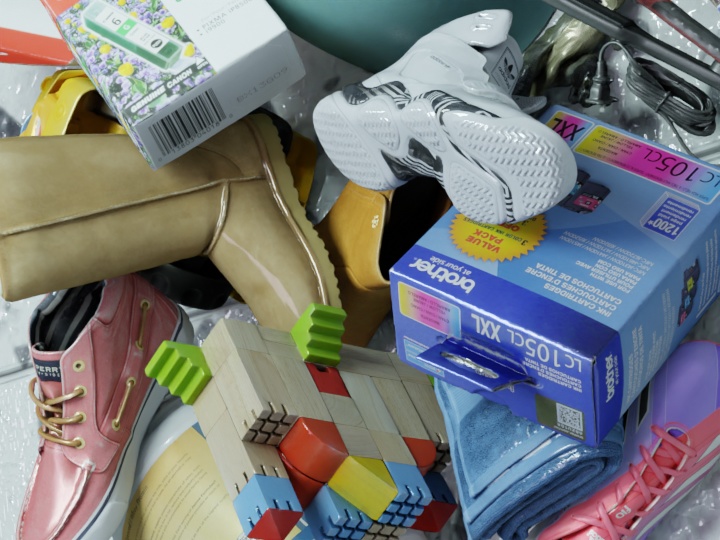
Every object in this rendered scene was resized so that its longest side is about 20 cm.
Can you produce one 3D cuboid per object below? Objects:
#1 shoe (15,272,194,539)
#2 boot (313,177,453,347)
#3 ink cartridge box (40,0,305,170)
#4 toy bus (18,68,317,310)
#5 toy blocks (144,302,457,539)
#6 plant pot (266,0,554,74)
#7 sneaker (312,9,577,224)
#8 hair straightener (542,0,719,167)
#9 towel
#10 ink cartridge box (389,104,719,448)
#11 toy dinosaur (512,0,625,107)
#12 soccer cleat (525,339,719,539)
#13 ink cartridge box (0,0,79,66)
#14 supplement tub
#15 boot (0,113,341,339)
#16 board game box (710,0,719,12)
[{"bbox_3d":[-0.177,0.086,1.335,0.071,0.091,0.200,3,60,40],"label":"shoe"},{"bbox_3d":[0.001,0.000,1.349,0.144,0.071,0.201,-131,64,-77],"label":"boot"},{"bbox_3d":[-0.130,-0.163,1.329,0.109,0.050,0.200,-33,55,-7],"label":"ink cartridge box"},{"bbox_3d":[-0.161,-0.078,1.458,0.192,0.200,0.136,37,109,45],"label":"toy bus"},{"bbox_3d":[-0.012,0.104,1.271,0.100,0.200,0.137,-54,43,27],"label":"toy blocks"},{"bbox_3d":[0.008,-0.222,1.355,0.200,0.161,0.201,-6,81,39],"label":"plant pot"},{"bbox_3d":[0.069,-0.091,1.213,0.200,0.115,0.075,14,137,52],"label":"sneaker"},{"bbox_3d":[0.164,-0.120,1.254,0.200,0.041,0.077,36,110,7],"label":"hair straightener"},{"bbox_3d":[0.091,0.056,1.279,0.112,0.049,0.200,-40,37,27],"label":"towel"},{"bbox_3d":[0.109,0.009,1.212,0.136,0.200,0.076,23,143,28],"label":"ink cartridge box"},{"bbox_3d":[0.114,-0.118,1.321,0.200,0.047,0.088,-43,24,28],"label":"toy dinosaur"},{"bbox_3d":[0.150,0.127,1.242,0.067,0.076,0.200,35,115,-1],"label":"soccer cleat"},{"bbox_3d":[-0.228,-0.176,1.514,0.162,0.200,0.050,15,102,39],"label":"ink cartridge box"},{"bbox_3d":[-0.066,0.165,1.377,0.200,0.145,0.145,39,109,35],"label":"supplement tub"},{"bbox_3d":[-0.127,-0.007,1.308,0.066,0.200,0.175,-49,58,53],"label":"boot"},{"bbox_3d":[0.205,-0.255,1.182,0.159,0.097,0.200,-42,84,18],"label":"board game box"}]
